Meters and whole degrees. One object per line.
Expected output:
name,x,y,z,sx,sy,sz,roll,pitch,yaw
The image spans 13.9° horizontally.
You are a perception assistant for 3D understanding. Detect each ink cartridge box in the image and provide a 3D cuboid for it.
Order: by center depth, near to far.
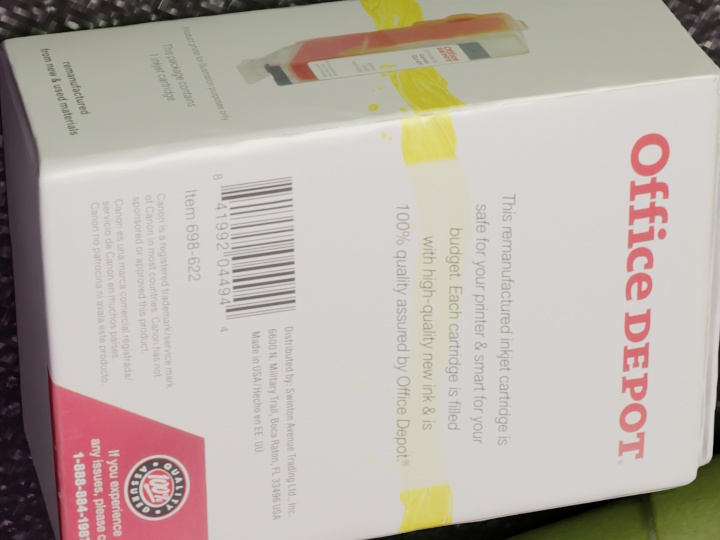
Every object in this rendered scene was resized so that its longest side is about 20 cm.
ink cartridge box,0.000,0.000,0.879,0.199,0.083,0.146,-7,122,-12

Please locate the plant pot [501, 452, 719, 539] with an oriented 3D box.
plant pot,0.059,0.159,0.947,0.189,0.200,0.200,-10,123,4
